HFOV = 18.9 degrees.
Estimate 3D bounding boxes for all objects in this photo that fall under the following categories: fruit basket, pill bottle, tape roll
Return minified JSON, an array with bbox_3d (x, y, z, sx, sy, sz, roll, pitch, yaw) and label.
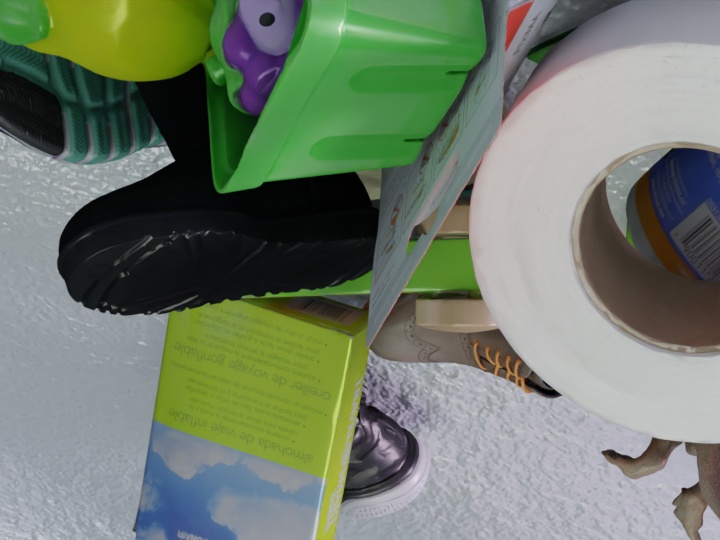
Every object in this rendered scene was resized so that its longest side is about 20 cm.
[{"bbox_3d":[-0.062,-0.143,0.955,0.216,0.216,0.156,20,143,-11],"label":"fruit basket"},{"bbox_3d":[0.233,-0.059,1.041,0.112,0.112,0.200,31,124,-23],"label":"pill bottle"},{"bbox_3d":[0.154,-0.023,0.980,0.202,0.071,0.203,8,119,14],"label":"tape roll"}]

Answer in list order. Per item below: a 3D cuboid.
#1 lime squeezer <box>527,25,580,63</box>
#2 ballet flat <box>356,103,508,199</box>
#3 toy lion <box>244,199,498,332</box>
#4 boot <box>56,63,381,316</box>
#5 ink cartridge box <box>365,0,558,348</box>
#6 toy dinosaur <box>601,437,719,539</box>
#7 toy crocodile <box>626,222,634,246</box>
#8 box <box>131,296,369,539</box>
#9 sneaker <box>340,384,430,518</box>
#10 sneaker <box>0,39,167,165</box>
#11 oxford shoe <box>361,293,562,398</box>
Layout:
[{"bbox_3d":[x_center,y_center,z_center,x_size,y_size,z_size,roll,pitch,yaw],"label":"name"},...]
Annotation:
[{"bbox_3d":[0.141,-0.154,1.032,0.071,0.038,0.200,41,147,15],"label":"lime squeezer"},{"bbox_3d":[-0.009,-0.065,1.169,0.200,0.069,0.069,-11,137,26],"label":"ballet flat"},{"bbox_3d":[0.000,0.000,1.175,0.192,0.069,0.200,-1,179,14],"label":"toy lion"},{"bbox_3d":[-0.081,-0.068,1.027,0.198,0.163,0.073,-5,154,-42],"label":"boot"},{"bbox_3d":[0.054,-0.080,0.990,0.057,0.200,0.163,13,138,-15],"label":"ink cartridge box"},{"bbox_3d":[0.211,0.071,1.192,0.136,0.200,0.086,-41,91,17],"label":"toy dinosaur"},{"bbox_3d":[0.239,-0.012,1.163,0.200,0.062,0.068,-7,104,17],"label":"toy crocodile"},{"bbox_3d":[-0.067,0.106,1.312,0.122,0.048,0.200,17,112,17],"label":"box"},{"bbox_3d":[-0.062,0.111,1.404,0.200,0.076,0.114,-11,132,26],"label":"sneaker"},{"bbox_3d":[-0.147,-0.084,1.105,0.088,0.074,0.200,-8,173,36],"label":"sneaker"},{"bbox_3d":[0.087,0.035,1.253,0.200,0.073,0.071,-9,138,26],"label":"oxford shoe"}]
